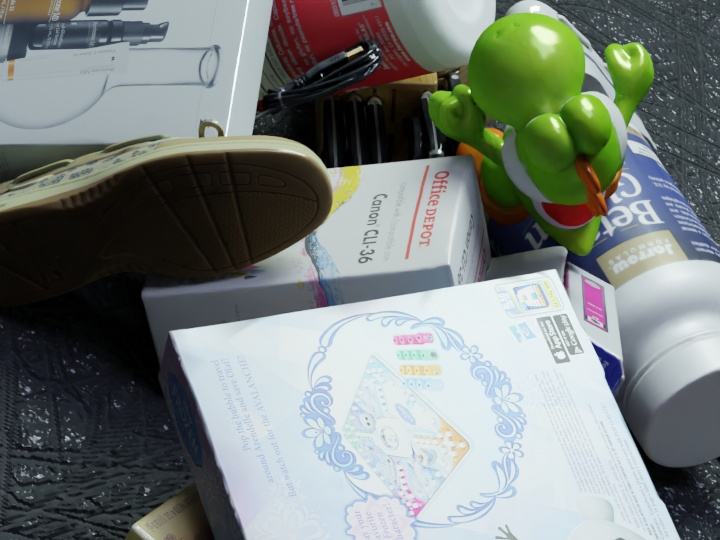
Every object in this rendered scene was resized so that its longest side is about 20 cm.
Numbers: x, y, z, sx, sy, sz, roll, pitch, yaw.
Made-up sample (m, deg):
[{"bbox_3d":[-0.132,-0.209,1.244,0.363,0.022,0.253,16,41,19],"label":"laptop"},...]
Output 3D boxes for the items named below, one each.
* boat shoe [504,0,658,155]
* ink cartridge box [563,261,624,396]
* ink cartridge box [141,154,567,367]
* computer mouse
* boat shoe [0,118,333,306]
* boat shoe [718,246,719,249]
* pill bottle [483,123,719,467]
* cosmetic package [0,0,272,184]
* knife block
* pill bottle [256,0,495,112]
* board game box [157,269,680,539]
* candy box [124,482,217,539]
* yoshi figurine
[{"bbox_3d":[0.130,-0.100,1.715,0.200,0.073,0.066,61,11,-64],"label":"boat shoe"},{"bbox_3d":[0.098,0.063,1.469,0.037,0.095,0.200,28,12,-5],"label":"ink cartridge box"},{"bbox_3d":[0.000,0.000,1.455,0.199,0.068,0.117,-5,31,11],"label":"ink cartridge box"},{"bbox_3d":[-0.079,-0.076,1.515,0.034,0.199,0.059,62,-12,-15],"label":"computer mouse"},{"bbox_3d":[-0.110,-0.036,1.421,0.199,0.074,0.063,-9,32,12],"label":"boat shoe"},{"bbox_3d":[0.236,0.066,1.664,0.072,0.066,0.201,0,44,-41],"label":"boat shoe"},{"bbox_3d":[0.154,0.012,1.625,0.111,0.111,0.200,5,40,-36],"label":"pill bottle"},{"bbox_3d":[-0.125,-0.133,1.509,0.150,0.052,0.201,1,57,9],"label":"cosmetic package"},{"bbox_3d":[-0.004,-0.103,1.685,0.200,0.064,0.175,31,44,32],"label":"knife block"},{"bbox_3d":[-0.034,-0.151,1.604,0.112,0.199,0.113,35,50,-56],"label":"pill bottle"},{"bbox_3d":[0.031,0.102,1.298,0.198,0.043,0.201,-8,55,-21],"label":"board game box"},{"bbox_3d":[-0.023,0.137,1.357,0.115,0.055,0.200,39,32,13],"label":"candy box"},{"bbox_3d":[0.095,-0.084,1.505,0.112,0.113,0.200,26,-5,2],"label":"yoshi figurine"}]
